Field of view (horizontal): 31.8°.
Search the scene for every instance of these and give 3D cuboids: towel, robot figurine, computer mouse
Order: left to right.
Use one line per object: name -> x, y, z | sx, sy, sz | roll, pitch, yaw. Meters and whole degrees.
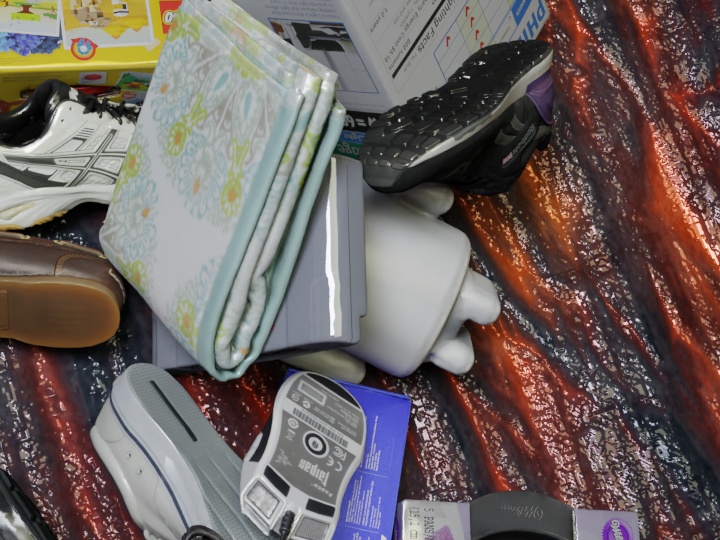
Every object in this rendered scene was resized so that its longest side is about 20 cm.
towel -> -0.091, -0.059, 0.798 | 0.048, 0.202, 0.171 | 8, 23, -39
computer mouse -> -0.044, 0.145, 0.796 | 0.109, 0.044, 0.201 | 33, 37, -8
robot figurine -> 0.000, 0.000, 0.895 | 0.198, 0.113, 0.171 | 27, 99, -5

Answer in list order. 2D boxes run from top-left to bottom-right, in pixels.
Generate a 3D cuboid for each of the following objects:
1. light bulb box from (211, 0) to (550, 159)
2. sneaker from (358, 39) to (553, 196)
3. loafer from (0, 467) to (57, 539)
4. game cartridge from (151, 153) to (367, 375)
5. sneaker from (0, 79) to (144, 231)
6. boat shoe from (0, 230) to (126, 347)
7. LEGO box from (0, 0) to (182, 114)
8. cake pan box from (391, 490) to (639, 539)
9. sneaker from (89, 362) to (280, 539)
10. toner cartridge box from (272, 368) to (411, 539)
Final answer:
light bulb box -> 0.021, -0.196, 0.909 | 0.123, 0.201, 0.200 | 13, 59, 35
sneaker -> 0.077, -0.081, 0.848 | 0.199, 0.075, 0.089 | -37, 124, -41
loafer -> -0.259, 0.143, 0.803 | 0.070, 0.068, 0.201 | -41, 80, -16
game cartridge -> -0.074, -0.007, 0.831 | 0.041, 0.198, 0.135 | 13, 72, -42
sneaker -> -0.185, -0.093, 0.879 | 0.198, 0.089, 0.076 | -19, 38, -24
boat shoe -> -0.258, 0.007, 0.854 | 0.197, 0.071, 0.071 | 11, 30, -15
LEGO box -> -0.218, -0.196, 0.924 | 0.197, 0.077, 0.151 | -5, 72, -17
cake pan box -> 0.107, 0.257, 0.869 | 0.181, 0.052, 0.203 | 7, 70, -15
sneaker -> -0.107, 0.155, 0.824 | 0.073, 0.071, 0.201 | -3, 48, -51
toner cartridge box -> -0.027, 0.177, 0.863 | 0.093, 0.043, 0.203 | 14, 68, -8
